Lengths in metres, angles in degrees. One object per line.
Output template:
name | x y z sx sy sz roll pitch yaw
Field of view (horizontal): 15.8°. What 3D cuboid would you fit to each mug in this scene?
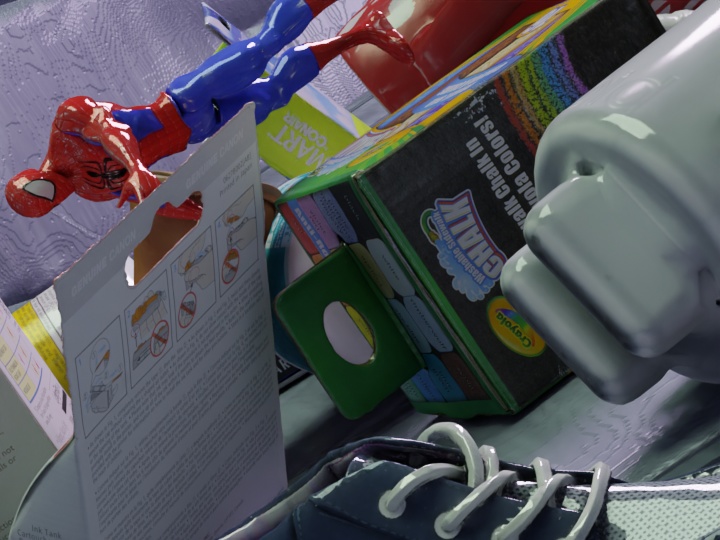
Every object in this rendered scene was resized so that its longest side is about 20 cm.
mug | 0.083 -0.152 1.282 0.200 0.134 0.177 -42 -35 8

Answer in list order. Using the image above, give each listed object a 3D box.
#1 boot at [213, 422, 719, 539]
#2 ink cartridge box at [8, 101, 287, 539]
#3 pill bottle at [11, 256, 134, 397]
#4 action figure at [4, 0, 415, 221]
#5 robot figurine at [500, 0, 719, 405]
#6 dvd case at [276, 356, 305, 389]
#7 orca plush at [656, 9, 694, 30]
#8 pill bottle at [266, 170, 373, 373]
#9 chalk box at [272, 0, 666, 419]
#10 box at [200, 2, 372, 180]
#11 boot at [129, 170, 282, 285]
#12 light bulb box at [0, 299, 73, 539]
boot | 0.042 0.075 0.691 0.200 0.090 0.073 -32 7 21
ink cartridge box | -0.090 0.050 1.064 0.050 0.200 0.161 9 33 25
pill bottle | -0.179 0.058 1.742 0.200 0.113 0.113 -35 7 -2
action figure | -0.055 -0.059 1.130 0.200 0.065 0.099 -26 50 -15
robot figurine | 0.141 -0.039 0.908 0.200 0.113 0.170 -37 -11 -24
dvd case | -0.044 0.044 1.576 0.200 0.025 0.150 -31 7 19
orca plush | 0.213 -0.104 1.166 0.199 0.071 0.105 -6 -34 -15
pill bottle | 0.000 0.000 1.312 0.111 0.111 0.200 -36 7 -13
chalk box | 0.052 -0.016 1.123 0.200 0.125 0.124 -35 7 -15
box | -0.021 -0.070 1.463 0.048 0.200 0.122 -53 11 6
boot | -0.081 0.039 1.244 0.073 0.155 0.200 6 -13 2
light bulb box | -0.205 0.092 1.273 0.125 0.200 0.198 -34 7 -2
